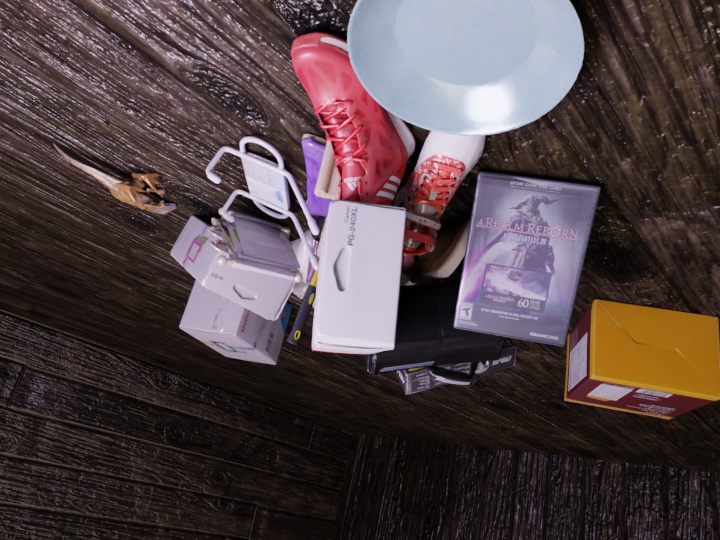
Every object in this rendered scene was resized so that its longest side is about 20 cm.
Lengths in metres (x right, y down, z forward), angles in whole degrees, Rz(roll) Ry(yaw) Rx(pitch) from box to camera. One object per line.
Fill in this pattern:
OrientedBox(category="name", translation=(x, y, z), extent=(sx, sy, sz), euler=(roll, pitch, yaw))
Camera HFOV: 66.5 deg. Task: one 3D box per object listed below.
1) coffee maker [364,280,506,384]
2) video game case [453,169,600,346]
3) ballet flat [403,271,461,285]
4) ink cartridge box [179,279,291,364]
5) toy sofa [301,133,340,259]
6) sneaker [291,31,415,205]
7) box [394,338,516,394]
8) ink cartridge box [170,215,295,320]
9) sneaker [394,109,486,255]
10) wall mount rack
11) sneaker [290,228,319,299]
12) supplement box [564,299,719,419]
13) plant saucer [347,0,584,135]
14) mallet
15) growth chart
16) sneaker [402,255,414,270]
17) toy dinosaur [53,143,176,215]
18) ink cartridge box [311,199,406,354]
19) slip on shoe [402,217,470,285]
OrientedBox(category="coffee maker", translation=(0.101, 0.070, 0.804), extent=(0.197, 0.136, 0.194), euler=(-5, 129, -7))
OrientedBox(category="video game case", translation=(0.199, -0.013, 0.676), extent=(0.140, 0.203, 0.019), euler=(9, -161, 9))
OrientedBox(category="ballet flat", translation=(0.137, 0.031, 0.960), extent=(0.197, 0.073, 0.072), euler=(0, 155, 28))
OrientedBox(category="ink cartridge box", translation=(-0.270, 0.102, 1.223), extent=(0.144, 0.149, 0.200), euler=(5, 156, 21))
OrientedBox(category="toy sofa", translation=(-0.037, -0.088, 0.735), extent=(0.096, 0.084, 0.200), euler=(11, 158, 0))
OrientedBox(category="sneaker", translation=(-0.007, -0.135, 0.563), extent=(0.077, 0.117, 0.199), euler=(-6, 151, 38))
OrientedBox(category="box", translation=(0.141, 0.121, 0.945), extent=(0.197, 0.161, 0.045), euler=(-12, 124, -14))
OrientedBox(category="ink cartridge box", translation=(-0.216, -0.007, 0.920), extent=(0.144, 0.085, 0.199), euler=(32, 178, -36))
OrientedBox(category="sneaker", translation=(0.086, -0.087, 0.635), extent=(0.066, 0.109, 0.202), euler=(16, 157, -10))
OrientedBox(category="wall mount rack", translation=(-0.120, -0.088, 0.762), extent=(0.172, 0.075, 0.200), euler=(25, 159, 6))
OrientedBox(category="sneaker", translation=(-0.116, -0.017, 0.956), extent=(0.099, 0.075, 0.201), euler=(31, 149, 1))
OrientedBox(category="supplement box", translation=(0.484, 0.162, 0.968), extent=(0.194, 0.135, 0.201), euler=(8, 157, 10))
OrientedBox(category="plant saucer", translation=(0.088, -0.195, 0.474), extent=(0.198, 0.039, 0.202), euler=(11, 157, 5))
OrientedBox(category="mallet", translation=(-0.077, 0.013, 0.850), extent=(0.066, 0.202, 0.041), euler=(34, 165, -32))
OrientedBox(category="growth chart", translation=(-0.157, -0.044, 0.814), extent=(0.143, 0.018, 0.201), euler=(18, -158, -24))
OrientedBox(category="sneaker", translation=(0.000, 0.000, 0.868), extent=(0.079, 0.095, 0.200), euler=(51, 154, -7))
OrientedBox(category="toy dinosaur", translation=(-0.372, -0.129, 0.853), extent=(0.105, 0.061, 0.199), euler=(-5, 151, 40))
OrientedBox(category="ink cartridge box", translation=(-0.009, 0.019, 0.629), extent=(0.082, 0.148, 0.200), euler=(6, 170, -6))
OrientedBox(category="slip on shoe", translation=(0.111, -0.030, 0.816), extent=(0.060, 0.077, 0.200), euler=(33, 160, -3))
